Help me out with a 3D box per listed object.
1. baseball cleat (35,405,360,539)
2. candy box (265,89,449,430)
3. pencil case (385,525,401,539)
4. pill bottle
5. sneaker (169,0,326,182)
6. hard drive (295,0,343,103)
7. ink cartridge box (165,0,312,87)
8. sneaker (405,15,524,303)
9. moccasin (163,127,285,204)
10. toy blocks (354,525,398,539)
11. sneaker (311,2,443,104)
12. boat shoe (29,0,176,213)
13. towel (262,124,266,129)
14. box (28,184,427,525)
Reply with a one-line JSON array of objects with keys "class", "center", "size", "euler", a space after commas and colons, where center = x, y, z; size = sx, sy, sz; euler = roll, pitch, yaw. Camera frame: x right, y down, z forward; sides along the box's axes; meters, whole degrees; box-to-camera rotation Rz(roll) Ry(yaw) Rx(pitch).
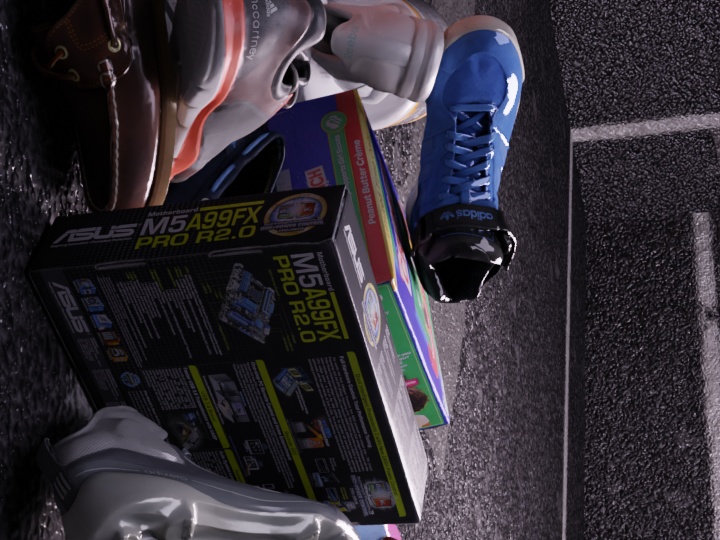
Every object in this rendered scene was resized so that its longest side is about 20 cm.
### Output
[{"class": "baseball cleat", "center": [-0.077, 0.116, 0.675], "size": [0.199, 0.070, 0.107], "euler": [30, 14, -51]}, {"class": "candy box", "center": [0.000, 0.000, 0.950], "size": [0.201, 0.076, 0.171], "euler": [64, 14, -53]}, {"class": "pencil case", "center": [-0.028, 0.165, 0.940], "size": [0.094, 0.090, 0.201], "euler": [-43, 135, -25]}, {"class": "pill bottle", "center": [0.024, -0.186, 1.170], "size": [0.200, 0.115, 0.118], "euler": [-29, 114, -73]}, {"class": "sneaker", "center": [-0.069, -0.095, 0.719], "size": [0.200, 0.081, 0.078], "euler": [146, -61, -67]}, {"class": "hard drive", "center": [-0.052, -0.205, 1.013], "size": [0.132, 0.026, 0.203], "euler": [-30, 107, -74]}, {"class": "ink cartridge box", "center": [-0.090, -0.226, 0.816], "size": [0.201, 0.082, 0.147], "euler": [62, 27, -55]}, {"class": "sneaker", "center": [0.075, -0.065, 0.907], "size": [0.112, 0.076, 0.202], "euler": [-100, -162, -45]}, {"class": "moccasin", "center": [-0.088, -0.024, 0.791], "size": [0.081, 0.067, 0.202], "euler": [68, 23, -48]}, {"class": "toy blocks", "center": [-0.006, 0.206, 0.829], "size": [0.099, 0.199, 0.138], "euler": [-31, 108, -39]}, {"class": "sneaker", "center": [-0.007, -0.163, 0.938], "size": [0.200, 0.087, 0.076], "euler": [-149, -108, -75]}, {"class": "boat shoe", "center": [-0.134, -0.124, 0.665], "size": [0.070, 0.070, 0.203], "euler": [-8, 102, -38]}, {"class": "towel", "center": [-0.047, -0.037, 1.041], "size": [0.149, 0.030, 0.203], "euler": [43, 42, -71]}, {"class": "box", "center": [-0.061, 0.055, 0.692], "size": [0.045, 0.158, 0.202], "euler": [-78, 157, -49]}]
